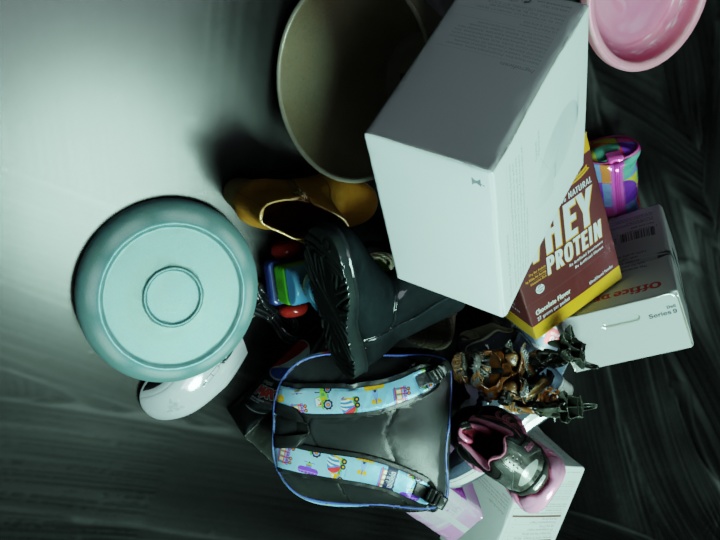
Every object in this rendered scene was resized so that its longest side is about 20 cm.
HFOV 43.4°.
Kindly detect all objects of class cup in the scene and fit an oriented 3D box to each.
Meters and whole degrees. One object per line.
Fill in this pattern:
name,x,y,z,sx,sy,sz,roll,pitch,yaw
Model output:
cup,0.031,-0.199,0.939,0.142,0.198,0.204,-15,122,-51

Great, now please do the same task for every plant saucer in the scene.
plant saucer,-0.202,0.026,0.965,0.197,0.027,0.204,-5,103,-22
plant saucer,0.343,-0.351,1.115,0.197,0.051,0.204,-13,119,-25

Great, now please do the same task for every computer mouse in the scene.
computer mouse,-0.164,0.104,1.036,0.200,0.044,0.110,-44,127,-5

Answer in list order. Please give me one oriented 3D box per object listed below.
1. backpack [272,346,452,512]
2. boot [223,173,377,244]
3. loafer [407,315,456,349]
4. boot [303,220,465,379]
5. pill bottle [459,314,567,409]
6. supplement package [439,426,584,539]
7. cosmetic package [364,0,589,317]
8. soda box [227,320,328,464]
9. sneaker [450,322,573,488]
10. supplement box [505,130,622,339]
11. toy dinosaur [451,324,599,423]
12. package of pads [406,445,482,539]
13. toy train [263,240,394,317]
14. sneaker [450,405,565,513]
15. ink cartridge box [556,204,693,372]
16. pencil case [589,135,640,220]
backpack,0.002,0.174,1.023,0.196,0.135,0.186,1,92,1
boot,-0.040,-0.060,0.967,0.198,0.144,0.072,2,106,-30
loafer,0.091,0.020,1.113,0.202,0.074,0.069,89,23,-47
boot,0.034,-0.001,0.928,0.167,0.076,0.202,-32,136,-23
pill bottle,0.208,0.136,1.218,0.118,0.119,0.203,15,104,-34
supplement package,0.218,0.342,1.321,0.116,0.117,0.203,9,108,-32
cosmetic package,0.112,-0.107,0.813,0.201,0.121,0.201,-59,153,-28
soda box,-0.061,0.133,1.097,0.200,0.063,0.071,-44,126,-6
sneaker,0.144,0.159,1.124,0.202,0.077,0.146,-42,100,2
supplement box,0.175,-0.070,1.057,0.132,0.197,0.202,-32,124,-11
toy dinosaur,0.193,0.123,1.033,0.198,0.135,0.104,-2,80,-45
package of pads,0.076,0.262,1.196,0.075,0.121,0.200,-38,128,14
toy train,0.000,0.000,1.029,0.197,0.115,0.086,-13,102,-27
sneaker,0.134,0.179,0.964,0.095,0.200,0.080,34,86,-21
ink cartridge box,0.317,0.020,1.111,0.144,0.201,0.085,-16,118,22
pencil case,0.342,-0.078,1.216,0.087,0.088,0.203,-25,120,-17
